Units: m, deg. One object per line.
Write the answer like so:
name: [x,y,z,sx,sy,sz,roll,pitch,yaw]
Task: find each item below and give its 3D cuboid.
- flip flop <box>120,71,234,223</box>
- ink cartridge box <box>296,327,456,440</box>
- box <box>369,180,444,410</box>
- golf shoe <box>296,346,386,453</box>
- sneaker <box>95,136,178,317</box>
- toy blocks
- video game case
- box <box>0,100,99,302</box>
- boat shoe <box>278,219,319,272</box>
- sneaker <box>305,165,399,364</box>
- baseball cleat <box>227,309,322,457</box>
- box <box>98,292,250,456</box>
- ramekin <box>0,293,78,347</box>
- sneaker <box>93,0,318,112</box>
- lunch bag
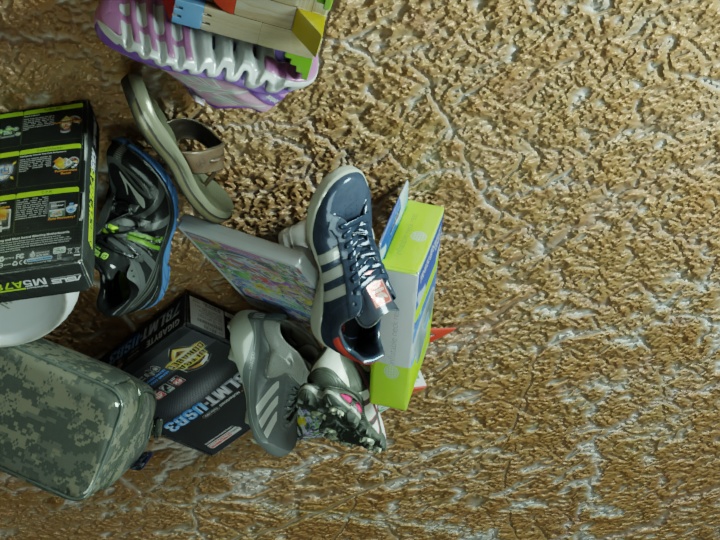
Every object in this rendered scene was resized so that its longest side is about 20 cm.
flip flop: [-0.160,-0.117,1.353,0.057,0.081,0.201,-32,137,-2]
ink cartridge box: [0.017,0.130,1.663,0.199,0.051,0.109,-31,164,27]
box: [0.046,0.026,1.476,0.047,0.122,0.202,11,127,10]
golf shoe: [-0.006,0.137,1.551,0.076,0.089,0.200,11,158,16]
sneaker: [-0.226,-0.035,1.402,0.082,0.070,0.202,-32,142,-41]
toy blocks: [-0.084,-0.260,1.175,0.135,0.101,0.201,14,139,-7]
video game case: [-0.087,0.010,1.469,0.142,0.018,0.200,18,163,25]
box: [-0.336,-0.058,1.299,0.197,0.195,0.048,-9,140,2]
boat shoe: [-0.024,0.015,1.534,0.065,0.073,0.200,-10,145,22]
sneaker: [0.000,0.000,1.354,0.074,0.084,0.202,-26,132,-29]
baseball cleat: [-0.082,0.131,1.578,0.105,0.070,0.202,3,132,24]
box: [-0.185,0.124,1.666,0.197,0.050,0.199,30,130,-35]
ramekin: [-0.364,-0.013,1.422,0.197,0.106,0.201,-4,141,-3]
sneaker: [-0.140,-0.185,1.266,0.198,0.081,0.088,13,150,-22]
lunch bag: [-0.322,0.147,1.552,0.198,0.168,0.141,21,98,7]
